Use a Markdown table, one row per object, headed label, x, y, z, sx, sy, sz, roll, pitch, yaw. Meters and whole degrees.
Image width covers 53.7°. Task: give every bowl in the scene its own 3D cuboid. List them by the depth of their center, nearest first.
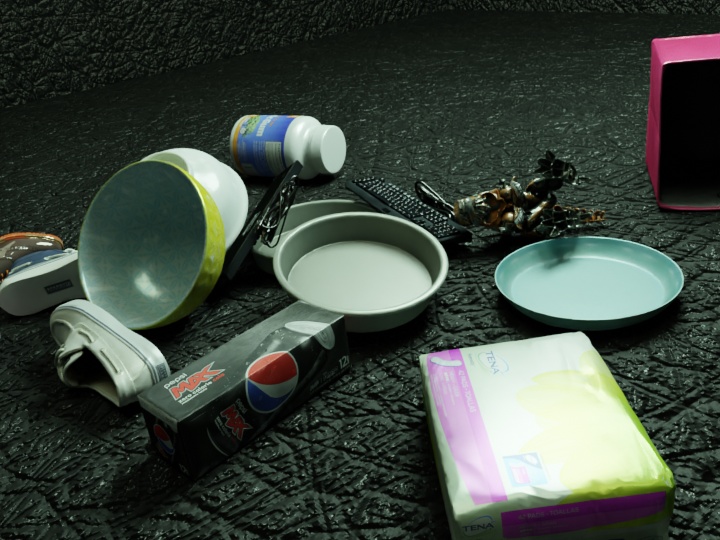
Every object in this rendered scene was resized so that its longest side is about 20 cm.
| label | x | y | z | sx | sy | sz | roll | pitch | yaw |
| --- | --- | --- | --- | --- | --- | --- | --- | --- | --- |
| bowl | -0.235 | -0.024 | 0.871 | 0.198 | 0.203 | 0.107 | 6 | -5 | 26 |
| bowl | -0.263 | -0.099 | 0.986 | 0.198 | 0.091 | 0.203 | -5 | 60 | 9 |

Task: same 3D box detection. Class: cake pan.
| label | x | y | z | sx | sy | sz | roll | pitch | yaw |
| --- | --- | --- | --- | --- | --- | --- | --- | --- | --- |
| cake pan | 0.000 | 0.000 | 0.817 | 0.197 | 0.037 | 0.201 | 1 | 36 | -1 |
| cake pan | -0.064 | -0.046 | 0.989 | 0.197 | 0.037 | 0.201 | -7 | 26 | 3 |

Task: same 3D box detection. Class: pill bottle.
| label | x | y | z | sx | sy | sz | roll | pitch | yaw |
| --- | --- | --- | --- | --- | --- | --- | --- | --- | --- |
| pill bottle | -0.130 | -0.223 | 1.289 | 0.198 | 0.113 | 0.112 | 7 | 29 | 30 |

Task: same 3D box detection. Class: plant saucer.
| label | x | y | z | sx | sy | sz | roll | pitch | yaw |
| --- | --- | --- | --- | --- | --- | --- | --- | --- | --- |
| plant saucer | 0.250 | 0.014 | 0.789 | 0.197 | 0.028 | 0.201 | -7 | 26 | 3 |

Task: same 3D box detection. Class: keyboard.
| label | x | y | z | sx | sy | sz | roll | pitch | yaw |
| --- | --- | --- | --- | --- | --- | --- | --- | --- | --- |
| keyboard | -0.126 | -0.053 | 0.928 | 0.104 | 0.039 | 0.201 | -21 | 37 | 59 |
| keyboard | 0.073 | -0.096 | 0.984 | 0.103 | 0.040 | 0.200 | -9 | 34 | -39 |

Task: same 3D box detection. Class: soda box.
| label | x | y | z | sx | sy | sz | roll | pitch | yaw |
| --- | --- | --- | --- | --- | --- | --- | --- | --- | --- |
| soda box | -0.100 | 0.103 | 0.664 | 0.070 | 0.064 | 0.199 | 16 | 35 | 40 |

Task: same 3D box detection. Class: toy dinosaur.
| label | x | y | z | sx | sy | sz | roll | pitch | yaw |
| --- | --- | --- | --- | --- | --- | --- | --- | --- | --- |
| toy dinosaur | 0.224 | -0.084 | 0.916 | 0.198 | 0.103 | 0.136 | -18 | -7 | -20 |

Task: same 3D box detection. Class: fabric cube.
| label | x | y | z | sx | sy | sz | roll | pitch | yaw |
| --- | --- | --- | --- | --- | --- | --- | --- | --- | --- |
| fabric cube | 0.507 | -0.213 | 0.988 | 0.194 | 0.202 | 0.200 | 0 | 24 | 17 |

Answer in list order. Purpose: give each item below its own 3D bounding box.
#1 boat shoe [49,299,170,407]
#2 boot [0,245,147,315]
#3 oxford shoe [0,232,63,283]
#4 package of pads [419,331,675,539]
| label | x | y | z | sx | sy | sz | roll | pitch | yaw |
| --- | --- | --- | --- | --- | --- | --- | --- | --- | --- |
| boat shoe | -0.284 | 0.089 | 0.744 | 0.199 | 0.072 | 0.070 | 22 | 35 | 35 |
| boot | -0.378 | -0.006 | 0.954 | 0.197 | 0.074 | 0.091 | -13 | 31 | -8 |
| oxford shoe | -0.517 | 0.003 | 1.009 | 0.198 | 0.072 | 0.073 | -20 | 56 | -30 |
| package of pads | 0.132 | 0.126 | 0.543 | 0.152 | 0.069 | 0.201 | -8 | 26 | 0 |
